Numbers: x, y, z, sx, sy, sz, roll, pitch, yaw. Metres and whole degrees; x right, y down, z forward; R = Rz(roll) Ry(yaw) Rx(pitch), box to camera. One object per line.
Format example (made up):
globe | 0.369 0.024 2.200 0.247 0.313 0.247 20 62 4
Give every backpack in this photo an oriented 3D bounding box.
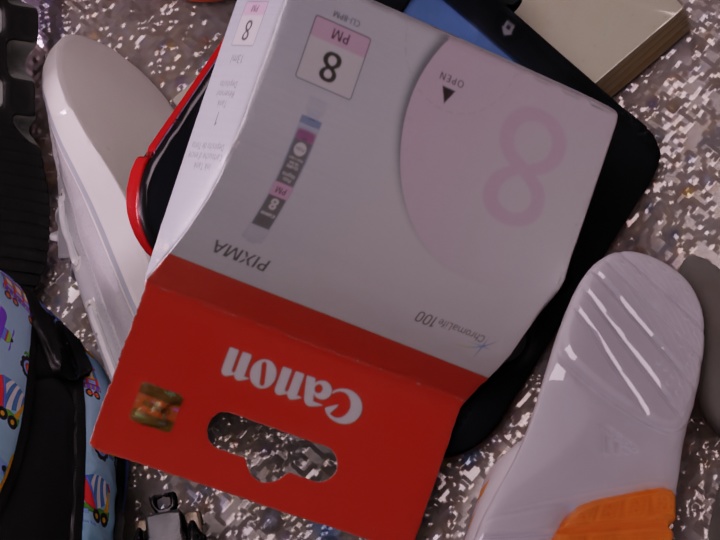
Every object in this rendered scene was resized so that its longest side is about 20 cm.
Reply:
backpack | -0.181 0.103 1.153 0.134 0.183 0.200 -14 52 29

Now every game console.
game console | 0.016 -0.037 1.151 0.177 0.200 0.031 -55 26 -7

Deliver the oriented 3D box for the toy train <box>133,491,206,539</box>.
toy train | -0.069 0.191 1.158 0.034 0.046 0.200 -10 71 6

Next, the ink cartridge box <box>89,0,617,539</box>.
ink cartridge box | 0.000 0.000 1.109 0.057 0.162 0.200 3 74 60

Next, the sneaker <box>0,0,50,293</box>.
sneaker | -0.193 -0.047 1.270 0.088 0.074 0.200 -15 67 47

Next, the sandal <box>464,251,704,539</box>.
sandal | 0.089 0.091 1.115 0.079 0.059 0.207 25 62 -5

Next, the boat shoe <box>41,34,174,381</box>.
boat shoe | -0.106 -0.018 1.234 0.069 0.072 0.200 -47 55 28

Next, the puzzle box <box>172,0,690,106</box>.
puzzle box | 0.030 -0.092 1.242 0.200 0.025 0.133 -40 66 0

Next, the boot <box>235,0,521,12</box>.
boot | -0.046 -0.121 1.197 0.198 0.073 0.162 -41 86 -8

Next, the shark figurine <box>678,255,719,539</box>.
shark figurine | 0.210 0.067 1.102 0.214 0.090 0.128 12 76 21

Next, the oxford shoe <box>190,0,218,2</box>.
oxford shoe | -0.143 -0.177 1.295 0.200 0.073 0.071 8 73 18
